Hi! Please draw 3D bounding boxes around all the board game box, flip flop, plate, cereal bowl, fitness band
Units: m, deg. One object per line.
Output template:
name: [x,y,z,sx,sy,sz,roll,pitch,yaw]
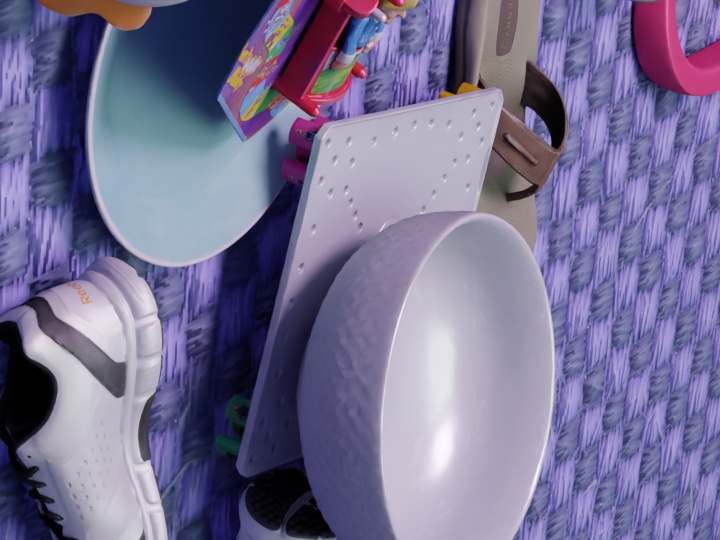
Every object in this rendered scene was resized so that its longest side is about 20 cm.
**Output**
board game box: [0.000,-0.122,1.445,0.158,0.039,0.200,-51,172,-4]
flip flop: [0.092,-0.093,1.729,0.081,0.058,0.200,-27,127,-50]
plate: [-0.080,-0.100,1.482,0.200,0.026,0.200,-34,132,-47]
cereal bowl: [0.025,0.066,1.588,0.200,0.083,0.200,-15,108,-57]
board game box: [0.000,0.000,1.637,0.200,0.026,0.200,-17,125,-58]
fitness band: [0.241,-0.193,1.943,0.200,0.037,0.144,-28,131,-48]

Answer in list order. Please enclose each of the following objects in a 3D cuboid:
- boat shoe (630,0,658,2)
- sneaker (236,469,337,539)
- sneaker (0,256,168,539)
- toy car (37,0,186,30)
boat shoe: [0.190,-0.260,1.793,0.066,0.072,0.201,44,63,-51]
sneaker: [-0.010,0.147,1.684,0.200,0.074,0.080,-11,129,-51]
sneaker: [-0.144,0.093,1.455,0.080,0.074,0.200,-20,119,-36]
toy car: [-0.089,-0.195,1.324,0.200,0.184,0.177,-39,110,16]
